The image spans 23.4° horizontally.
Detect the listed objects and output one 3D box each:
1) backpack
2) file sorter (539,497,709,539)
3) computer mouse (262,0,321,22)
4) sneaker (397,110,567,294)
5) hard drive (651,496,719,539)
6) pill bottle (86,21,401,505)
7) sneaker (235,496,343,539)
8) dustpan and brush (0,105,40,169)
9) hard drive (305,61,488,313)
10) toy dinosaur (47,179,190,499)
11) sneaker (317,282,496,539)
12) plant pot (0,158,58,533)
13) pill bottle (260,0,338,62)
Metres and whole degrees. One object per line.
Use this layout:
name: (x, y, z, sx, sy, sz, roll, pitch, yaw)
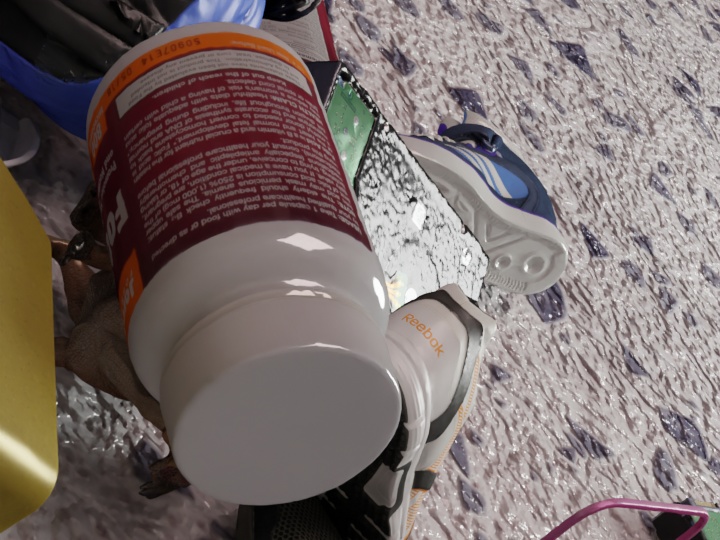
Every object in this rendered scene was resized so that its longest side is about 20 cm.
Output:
backpack: (-0.146, -0.168, 0.928, 0.199, 0.163, 0.168, 37, -7, 19)
file sorter: (0.161, 0.236, 0.928, 0.138, 0.125, 0.201, 13, 43, -47)
computer mouse: (-0.110, -0.089, 0.981, 0.046, 0.140, 0.202, 36, 68, -40)
sneaker: (0.054, -0.069, 1.238, 0.199, 0.081, 0.147, 25, 26, -31)
hard drive: (0.287, 0.252, 1.186, 0.139, 0.038, 0.201, 15, 43, -47)
pill bottle: (-0.052, -0.005, 0.759, 0.114, 0.114, 0.201, 25, 32, -37)
sneaker: (0.008, 0.164, 0.816, 0.076, 0.114, 0.201, 24, 33, -40)
dustpan and brush: (-0.215, -0.069, 0.850, 0.139, 0.057, 0.201, 32, 31, -28)
hard drive: (0.000, 0.000, 0.957, 0.200, 0.037, 0.141, 49, 52, -48)
toy dinosaur: (-0.104, 0.036, 0.855, 0.135, 0.086, 0.201, 36, 25, -21)
sneaker: (0.021, 0.082, 0.862, 0.080, 0.201, 0.074, -36, 71, -29)
plant pot: (-0.214, 0.020, 0.610, 0.176, 0.199, 0.201, 39, 26, -38)
pill bottle: (-0.063, -0.107, 1.070, 0.109, 0.109, 0.201, 26, 34, -35)
